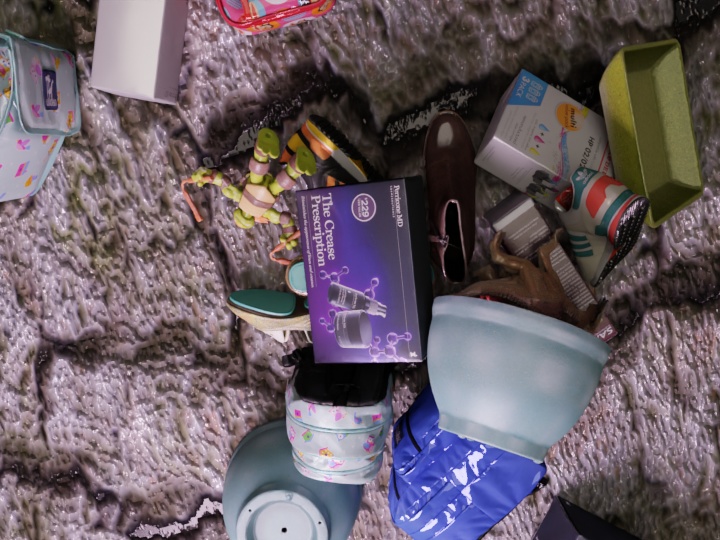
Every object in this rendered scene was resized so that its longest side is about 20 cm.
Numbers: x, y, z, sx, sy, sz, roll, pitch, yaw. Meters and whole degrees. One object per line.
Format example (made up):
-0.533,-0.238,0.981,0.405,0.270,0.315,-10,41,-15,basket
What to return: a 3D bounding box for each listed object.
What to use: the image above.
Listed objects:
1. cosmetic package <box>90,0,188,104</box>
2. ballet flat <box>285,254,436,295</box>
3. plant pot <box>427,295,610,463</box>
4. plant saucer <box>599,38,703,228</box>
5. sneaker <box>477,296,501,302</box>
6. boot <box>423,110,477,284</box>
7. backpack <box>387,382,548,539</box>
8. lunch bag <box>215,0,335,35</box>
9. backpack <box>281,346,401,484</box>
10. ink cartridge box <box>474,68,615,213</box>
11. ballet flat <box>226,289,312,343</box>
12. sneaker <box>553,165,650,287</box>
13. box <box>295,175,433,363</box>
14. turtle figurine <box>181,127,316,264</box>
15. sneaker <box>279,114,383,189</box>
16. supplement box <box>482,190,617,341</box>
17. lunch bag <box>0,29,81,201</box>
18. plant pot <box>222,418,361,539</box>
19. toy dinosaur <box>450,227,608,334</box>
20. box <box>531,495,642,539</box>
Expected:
-0.264,-0.315,0.867,0.082,0.108,0.206,8,100,-1,cosmetic package
0.000,0.000,0.927,0.194,0.072,0.070,-6,98,1,ballet flat
0.156,0.124,0.767,0.195,0.200,0.137,18,79,-2,plant pot
0.352,-0.169,0.865,0.047,0.198,0.205,-6,102,44,plant saucer
0.100,0.084,0.917,0.195,0.071,0.101,-10,76,-10,sneaker
0.114,-0.094,0.862,0.070,0.166,0.206,-3,99,5,boot
0.115,0.250,0.921,0.166,0.163,0.201,36,106,-6,backpack
-0.128,-0.402,0.870,0.171,0.082,0.205,-13,97,7,lunch bag
-0.022,0.174,0.889,0.162,0.200,0.130,-3,99,0,backpack
0.254,-0.143,0.881,0.197,0.068,0.117,29,66,-4,ink cartridge box
-0.081,0.065,0.945,0.194,0.071,0.073,0,99,1,ballet flat
0.273,-0.055,0.833,0.070,0.200,0.093,-43,67,-7,sneaker
0.009,0.000,0.830,0.137,0.079,0.206,-4,97,20,box
-0.118,-0.096,0.902,0.198,0.065,0.161,34,132,-12,turtle figurine
-0.021,-0.101,0.922,0.090,0.070,0.201,-40,96,21,sneaker
0.238,0.001,0.906,0.060,0.109,0.202,-34,96,9,supplement box
-0.428,-0.188,0.854,0.121,0.171,0.202,35,100,-3,lunch bag
-0.096,0.317,0.939,0.194,0.134,0.206,0,98,1,plant pot
0.199,0.032,0.786,0.086,0.196,0.137,-52,53,37,toy dinosaur
0.317,0.457,0.967,0.196,0.124,0.200,26,96,-3,box
